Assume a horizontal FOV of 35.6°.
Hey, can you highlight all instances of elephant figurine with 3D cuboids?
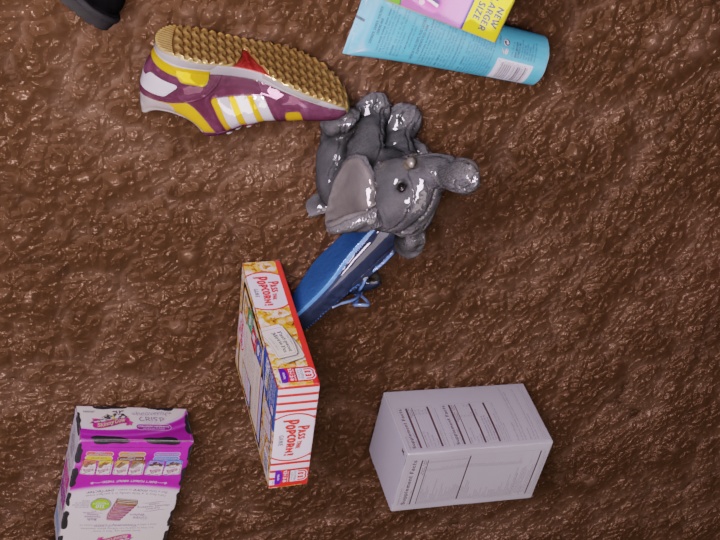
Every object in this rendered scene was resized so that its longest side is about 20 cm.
[{"bbox_3d":[0.026,-0.077,1.103,0.141,0.200,0.155,-14,132,-8],"label":"elephant figurine"}]

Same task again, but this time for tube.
[{"bbox_3d":[0.088,-0.227,1.107,0.200,0.050,0.078,9,121,-19],"label":"tube"}]

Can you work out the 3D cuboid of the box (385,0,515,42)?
[{"bbox_3d":[0.058,-0.319,0.947,0.200,0.097,0.176,19,122,-11],"label":"box"}]

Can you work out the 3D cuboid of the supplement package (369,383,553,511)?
[{"bbox_3d":[0.127,0.227,1.451,0.200,0.110,0.114,-1,129,-19],"label":"supplement package"}]

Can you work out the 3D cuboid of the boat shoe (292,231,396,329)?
[{"bbox_3d":[0.000,0.000,1.236,0.069,0.084,0.200,36,114,-25],"label":"boat shoe"}]

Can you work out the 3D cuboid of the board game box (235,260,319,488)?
[{"bbox_3d":[-0.095,0.110,1.218,0.046,0.200,0.152,-4,130,-16],"label":"board game box"}]

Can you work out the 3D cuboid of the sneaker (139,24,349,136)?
[{"bbox_3d":[-0.111,-0.169,1.075,0.200,0.075,0.090,14,131,-20],"label":"sneaker"}]

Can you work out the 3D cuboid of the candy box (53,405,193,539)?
[{"bbox_3d":[-0.292,0.256,1.365,0.136,0.061,0.200,5,126,-23],"label":"candy box"}]

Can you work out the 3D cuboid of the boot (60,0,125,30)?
[{"bbox_3d":[-0.214,-0.311,0.908,0.158,0.079,0.211,-30,131,7],"label":"boot"}]
